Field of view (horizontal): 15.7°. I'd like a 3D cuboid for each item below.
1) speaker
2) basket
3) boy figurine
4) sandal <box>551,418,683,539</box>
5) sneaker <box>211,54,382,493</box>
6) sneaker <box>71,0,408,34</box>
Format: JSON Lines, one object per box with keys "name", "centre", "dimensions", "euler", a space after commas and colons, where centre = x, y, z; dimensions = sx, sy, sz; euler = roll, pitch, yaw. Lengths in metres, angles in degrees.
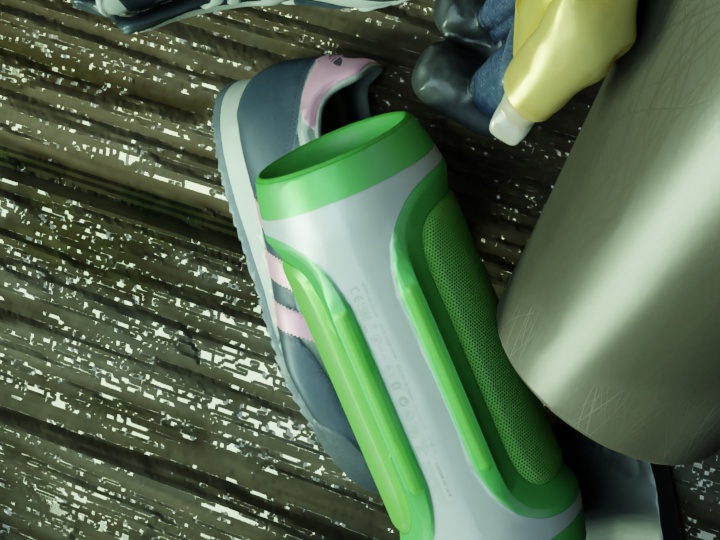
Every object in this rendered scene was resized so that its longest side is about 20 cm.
{"name": "speaker", "centre": [0.027, 0.038, 1.112], "dimensions": [0.088, 0.088, 0.201], "euler": [-16, 104, 31]}
{"name": "basket", "centre": [0.148, -0.032, 1.043], "dimensions": [0.200, 0.135, 0.181], "euler": [-58, 41, 32]}
{"name": "boy figurine", "centre": [0.077, -0.111, 1.022], "dimensions": [0.064, 0.200, 0.125], "euler": [21, 72, -7]}
{"name": "sandal", "centre": [0.123, 0.160, 1.152], "dimensions": [0.076, 0.043, 0.201], "euler": [-23, 90, 32]}
{"name": "sneaker", "centre": [0.000, 0.000, 1.169], "dimensions": [0.082, 0.070, 0.201], "euler": [-19, 94, 33]}
{"name": "sneaker", "centre": [-0.057, -0.140, 1.128], "dimensions": [0.198, 0.130, 0.080], "euler": [15, 120, 26]}
